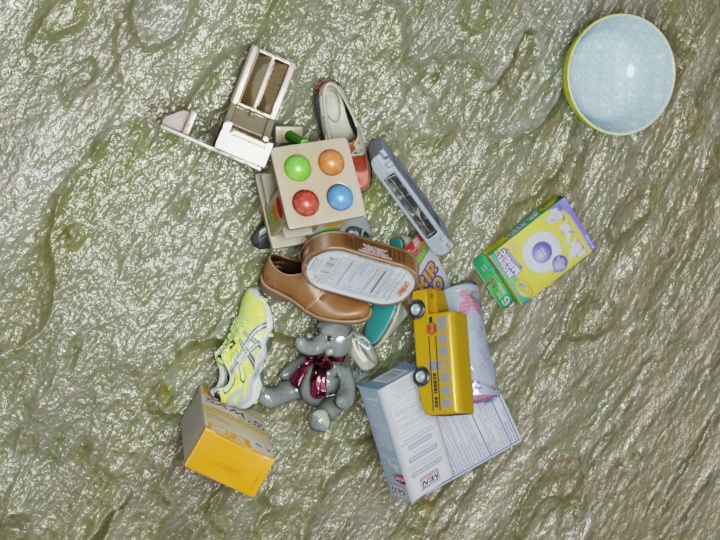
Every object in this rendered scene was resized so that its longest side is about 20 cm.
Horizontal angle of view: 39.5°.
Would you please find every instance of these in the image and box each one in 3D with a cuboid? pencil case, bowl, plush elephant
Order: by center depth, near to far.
[{"bbox_3d":[0.175,0.122,1.660,0.090,0.083,0.201,14,62,-54],"label":"pencil case"},{"bbox_3d":[-0.060,0.148,1.663,0.199,0.164,0.156,-21,120,-38],"label":"plush elephant"},{"bbox_3d":[0.425,-0.334,1.720,0.199,0.108,0.202,-2,100,-13],"label":"bowl"}]

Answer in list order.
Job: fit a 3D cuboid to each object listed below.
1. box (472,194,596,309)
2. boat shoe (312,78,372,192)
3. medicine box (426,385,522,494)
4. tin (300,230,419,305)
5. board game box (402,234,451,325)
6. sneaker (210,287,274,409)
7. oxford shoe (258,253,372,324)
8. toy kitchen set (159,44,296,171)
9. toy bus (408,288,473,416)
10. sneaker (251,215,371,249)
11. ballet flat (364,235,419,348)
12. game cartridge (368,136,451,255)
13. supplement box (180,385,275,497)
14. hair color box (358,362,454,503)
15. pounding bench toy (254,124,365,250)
[{"bbox_3d":[0.305,-0.029,1.775,0.200,0.048,0.118,-37,105,-3],"label":"box"},{"bbox_3d":[-0.026,-0.219,1.656,0.071,0.063,0.201,-22,105,-11],"label":"boat shoe"},{"bbox_3d":[0.150,0.253,1.754,0.199,0.103,0.183,-27,104,-7],"label":"medicine box"},{"bbox_3d":[0.000,0.000,1.591,0.199,0.042,0.112,15,140,-19],"label":"tin"},{"bbox_3d":[0.115,0.044,1.711,0.096,0.030,0.201,-44,120,-26],"label":"board game box"},{"bbox_3d":[-0.195,0.127,1.650,0.076,0.075,0.202,10,84,-33],"label":"sneaker"},{"bbox_3d":[-0.072,0.030,1.643,0.199,0.071,0.072,21,129,6],"label":"oxford shoe"},{"bbox_3d":[-0.198,-0.268,1.536,0.162,0.200,0.182,21,94,-12],"label":"toy kitchen set"},{"bbox_3d":[0.129,0.130,1.595,0.065,0.078,0.202,14,69,-57],"label":"toy bus"},{"bbox_3d":[-0.072,-0.047,1.650,0.199,0.075,0.116,-22,80,-9],"label":"sneaker"},{"bbox_3d":[0.066,0.041,1.724,0.069,0.069,0.201,16,94,-15],"label":"ballet flat"},{"bbox_3d":[0.080,-0.125,1.659,0.041,0.133,0.200,-36,107,7],"label":"game cartridge"},{"bbox_3d":[-0.217,0.271,1.620,0.126,0.200,0.074,28,96,-17],"label":"supplement box"},{"bbox_3d":[0.076,0.263,1.638,0.099,0.060,0.201,-24,104,-32],"label":"hair color box"},{"bbox_3d":[-0.088,-0.155,1.554,0.123,0.156,0.201,-11,81,-18],"label":"pounding bench toy"}]
